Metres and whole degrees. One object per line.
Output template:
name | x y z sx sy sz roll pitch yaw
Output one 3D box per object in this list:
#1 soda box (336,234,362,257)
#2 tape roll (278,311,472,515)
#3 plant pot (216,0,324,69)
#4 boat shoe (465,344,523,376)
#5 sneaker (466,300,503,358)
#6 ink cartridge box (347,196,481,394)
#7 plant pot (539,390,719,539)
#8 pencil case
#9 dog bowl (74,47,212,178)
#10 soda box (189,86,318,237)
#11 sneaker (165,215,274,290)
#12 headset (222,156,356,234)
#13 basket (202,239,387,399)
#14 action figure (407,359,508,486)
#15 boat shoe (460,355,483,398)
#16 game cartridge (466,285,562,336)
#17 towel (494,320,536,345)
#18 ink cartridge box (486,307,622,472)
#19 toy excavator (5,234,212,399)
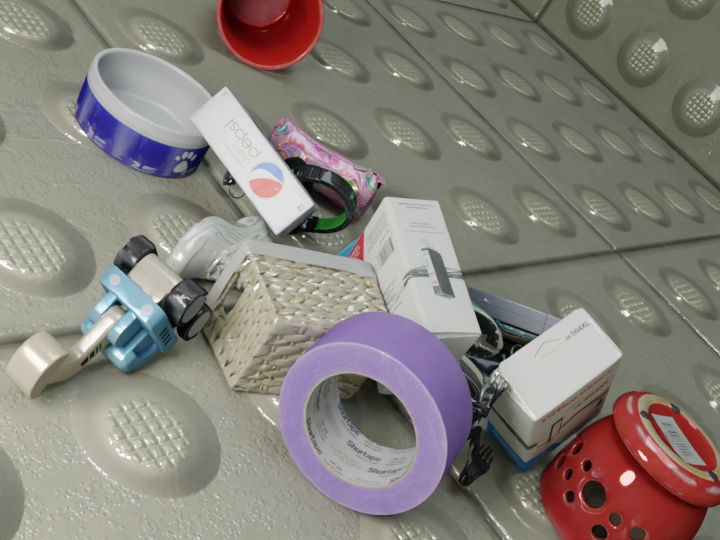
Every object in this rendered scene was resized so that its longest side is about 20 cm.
soda box | 0.000 0.000 1.462 0.064 0.068 0.200 38 29 7
tape roll | 0.015 0.154 1.106 0.199 0.201 0.085 39 31 8
plant pot | -0.178 -0.498 1.906 0.198 0.202 0.178 21 22 -24
boat shoe | 0.219 0.149 1.468 0.198 0.062 0.076 31 55 -12
sneaker | 0.112 0.050 1.411 0.199 0.078 0.080 40 13 10
ink cartridge box | 0.061 0.033 1.284 0.082 0.145 0.203 2 55 -26
plant pot | 0.362 0.274 1.328 0.198 0.183 0.202 28 28 -17
pencil case | -0.060 -0.164 1.627 0.198 0.088 0.088 30 29 -8
dog bowl | -0.302 -0.226 1.464 0.198 0.079 0.201 27 29 -16
soda box | -0.142 -0.144 1.385 0.201 0.068 0.064 53 2 5
sneaker | -0.161 -0.013 1.304 0.100 0.078 0.199 48 32 17
headset | -0.101 -0.120 1.479 0.196 0.124 0.095 11 55 3
basket | -0.071 0.064 1.222 0.198 0.136 0.124 9 39 -38
action figure | 0.107 0.159 1.202 0.117 0.202 0.103 11 49 20
boat shoe | 0.077 0.121 1.371 0.199 0.072 0.065 38 39 1
game cartridge | 0.214 0.061 1.531 0.197 0.042 0.133 20 3 6
towel | 0.236 0.101 1.536 0.198 0.022 0.146 19 -3 -28
ink cartridge box | 0.242 0.156 1.308 0.145 0.201 0.085 -34 65 -12
toy excavator | -0.260 0.065 1.065 0.100 0.200 0.195 39 -16 10
